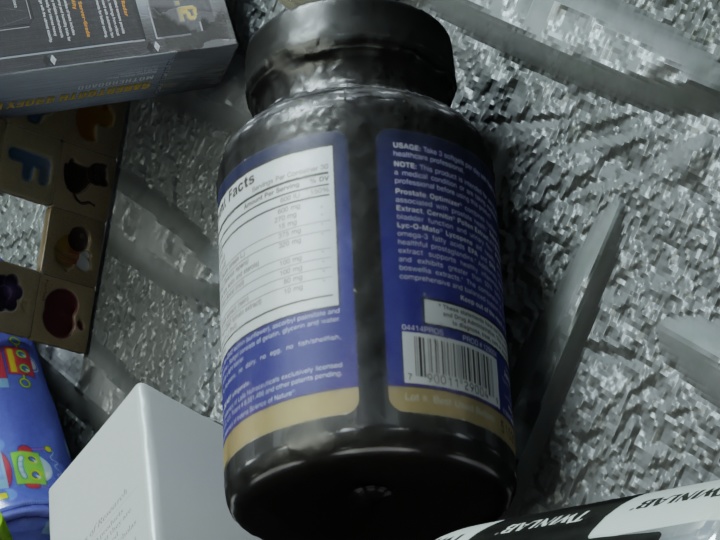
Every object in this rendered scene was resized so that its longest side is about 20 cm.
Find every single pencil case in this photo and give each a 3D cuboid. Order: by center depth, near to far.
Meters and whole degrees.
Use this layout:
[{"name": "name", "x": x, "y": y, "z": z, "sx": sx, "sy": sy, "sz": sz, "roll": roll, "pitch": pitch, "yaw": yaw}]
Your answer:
[{"name": "pencil case", "x": -0.187, "y": 0.075, "z": 1.239, "sx": 0.087, "sy": 0.078, "sz": 0.200, "roll": -67, "pitch": 33, "yaw": 36}]

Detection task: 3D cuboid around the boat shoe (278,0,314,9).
[{"name": "boat shoe", "x": 0.027, "y": -0.185, "z": 1.101, "sx": 0.200, "sy": 0.073, "sz": 0.063, "roll": -47, "pitch": -1, "yaw": 39}]

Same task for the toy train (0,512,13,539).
[{"name": "toy train", "x": -0.143, "y": 0.147, "z": 1.074, "sx": 0.084, "sy": 0.116, "sz": 0.200, "roll": -30, "pitch": 21, "yaw": 2}]

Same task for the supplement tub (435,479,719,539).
[{"name": "supplement tub", "x": 0.081, "y": 0.136, "z": 0.818, "sx": 0.200, "sy": 0.122, "sz": 0.123, "roll": -17, "pitch": 62, "yaw": 48}]

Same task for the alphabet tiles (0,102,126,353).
[{"name": "alphabet tiles", "x": -0.185, "y": -0.076, "z": 1.225, "sx": 0.008, "sy": 0.167, "sz": 0.201, "roll": -9, "pitch": 69, "yaw": 50}]

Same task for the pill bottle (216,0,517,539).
[{"name": "pill bottle", "x": 0.000, "y": 0.000, "z": 0.994, "sx": 0.112, "sy": 0.112, "sz": 0.201, "roll": -30, "pitch": 52, "yaw": 43}]

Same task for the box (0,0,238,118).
[{"name": "box", "x": -0.160, "y": -0.174, "z": 1.199, "sx": 0.048, "sy": 0.158, "sz": 0.201, "roll": 129, "pitch": 127, "yaw": -62}]

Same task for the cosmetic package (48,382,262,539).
[{"name": "cosmetic package", "x": -0.060, "y": 0.143, "z": 0.981, "sx": 0.074, "sy": 0.101, "sz": 0.200, "roll": -49, "pitch": 25, "yaw": 20}]
